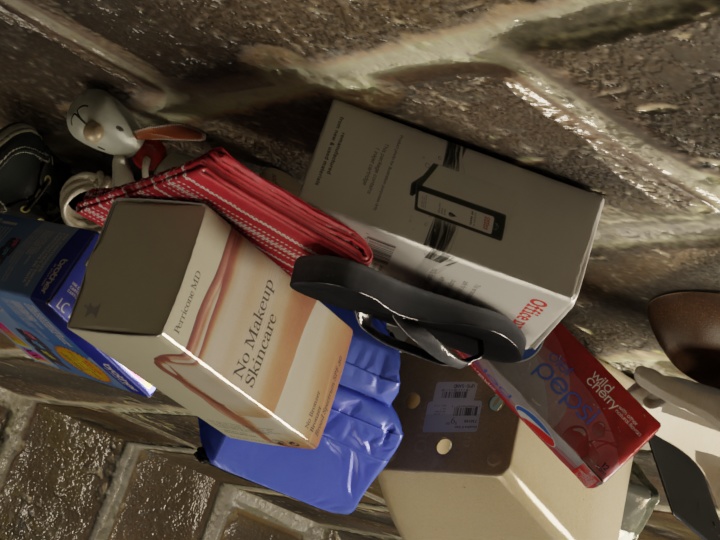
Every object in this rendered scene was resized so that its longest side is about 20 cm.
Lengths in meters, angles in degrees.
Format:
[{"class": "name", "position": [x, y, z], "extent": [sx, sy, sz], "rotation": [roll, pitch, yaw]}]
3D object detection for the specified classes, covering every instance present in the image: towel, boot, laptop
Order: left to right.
[{"class": "boot", "position": [-0.254, -0.043, 1.417], "extent": [0.154, 0.073, 0.204], "rotation": [44, 175, 9]}, {"class": "towel", "position": [-0.097, -0.030, 1.134], "extent": [0.144, 0.023, 0.200], "rotation": [31, 158, -27]}, {"class": "laptop", "position": [0.266, 0.193, 1.623], "extent": [0.200, 0.116, 0.187], "rotation": [9, 161, 34]}]

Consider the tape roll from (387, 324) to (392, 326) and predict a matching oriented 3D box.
[{"class": "tape roll", "position": [0.000, 0.000, 1.425], "extent": [0.202, 0.037, 0.203], "rotation": [18, 165, 5]}]

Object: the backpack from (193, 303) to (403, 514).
[{"class": "backpack", "position": [-0.048, 0.091, 1.432], "extent": [0.162, 0.168, 0.200], "rotation": [30, -165, -22]}]

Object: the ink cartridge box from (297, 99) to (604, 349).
[{"class": "ink cartridge box", "position": [0.055, -0.028, 1.156], "extent": [0.199, 0.085, 0.146], "rotation": [20, 163, -2]}]

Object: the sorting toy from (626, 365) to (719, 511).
[{"class": "sorting toy", "position": [0.292, 0.131, 1.287], "extent": [0.180, 0.107, 0.200], "rotation": [26, 168, 10]}]

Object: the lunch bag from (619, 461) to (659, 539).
[{"class": "lunch bag", "position": [0.215, 0.224, 1.784], "extent": [0.164, 0.118, 0.200], "rotation": [23, -170, -10]}]

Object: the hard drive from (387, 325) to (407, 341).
[{"class": "hard drive", "position": [0.020, 0.073, 1.679], "extent": [0.199, 0.025, 0.132], "rotation": [21, 165, -7]}]

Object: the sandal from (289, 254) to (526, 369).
[{"class": "sandal", "position": [0.030, 0.037, 1.129], "extent": [0.200, 0.043, 0.076], "rotation": [20, 164, -36]}]

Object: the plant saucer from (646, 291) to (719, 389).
[{"class": "plant saucer", "position": [0.318, 0.072, 1.283], "extent": [0.200, 0.037, 0.200], "rotation": [19, 165, 5]}]

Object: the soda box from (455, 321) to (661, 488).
[{"class": "soda box", "position": [0.143, 0.079, 1.308], "extent": [0.200, 0.070, 0.063], "rotation": [47, 168, 8]}]

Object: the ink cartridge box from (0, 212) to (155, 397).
[{"class": "ink cartridge box", "position": [-0.230, 0.027, 1.326], "extent": [0.200, 0.076, 0.136], "rotation": [9, 150, 45]}]

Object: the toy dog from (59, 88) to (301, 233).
[{"class": "toy dog", "position": [-0.137, -0.055, 1.250], "extent": [0.199, 0.132, 0.096], "rotation": [14, -157, -9]}]

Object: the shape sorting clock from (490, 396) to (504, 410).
[{"class": "shape sorting clock", "position": [0.136, 0.204, 1.662], "extent": [0.039, 0.201, 0.200], "rotation": [16, 168, -26]}]

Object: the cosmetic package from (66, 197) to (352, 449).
[{"class": "cosmetic package", "position": [-0.099, 0.040, 1.140], "extent": [0.087, 0.104, 0.200], "rotation": [4, 157, 35]}]

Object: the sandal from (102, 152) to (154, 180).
[{"class": "sandal", "position": [-0.192, -0.064, 1.421], "extent": [0.075, 0.045, 0.200], "rotation": [17, 165, 8]}]

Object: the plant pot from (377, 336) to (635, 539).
[{"class": "plant pot", "position": [0.122, 0.154, 1.488], "extent": [0.199, 0.201, 0.177], "rotation": [-1, 150, 32]}]
